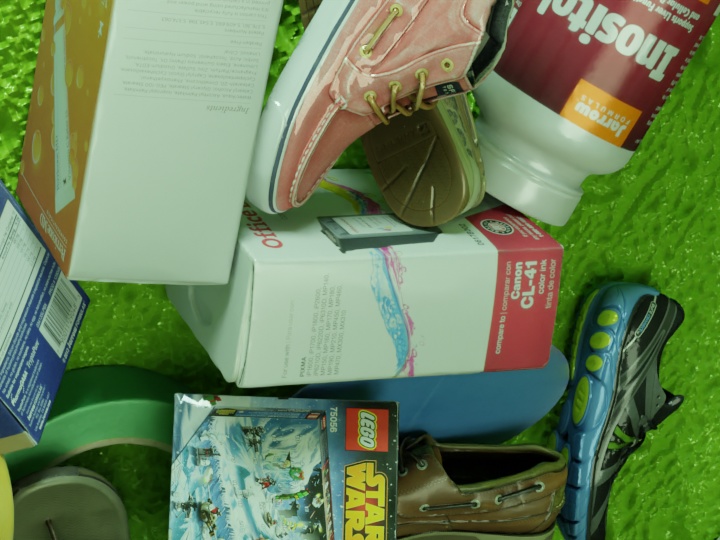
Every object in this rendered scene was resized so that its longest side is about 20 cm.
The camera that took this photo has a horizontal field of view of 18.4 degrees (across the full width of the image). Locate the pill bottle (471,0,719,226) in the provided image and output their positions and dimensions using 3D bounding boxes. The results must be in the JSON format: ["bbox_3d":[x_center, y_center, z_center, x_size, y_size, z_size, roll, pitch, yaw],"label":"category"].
[{"bbox_3d":[0.138,-0.133,1.342,0.113,0.113,0.200,22,105,-31],"label":"pill bottle"}]

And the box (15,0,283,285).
[{"bbox_3d":[-0.118,-0.108,1.234,0.097,0.124,0.201,2,114,-24],"label":"box"}]

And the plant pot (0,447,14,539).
[{"bbox_3d":[-0.308,0.141,1.248,0.188,0.201,0.202,-4,118,-40],"label":"plant pot"}]

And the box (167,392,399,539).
[{"bbox_3d":[-0.047,0.175,1.314,0.136,0.040,0.201,3,75,-3],"label":"box"}]

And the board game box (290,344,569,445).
[{"bbox_3d":[0.033,0.072,1.417,0.199,0.039,0.158,-3,149,-23],"label":"board game box"}]

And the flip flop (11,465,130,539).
[{"bbox_3d":[-0.172,0.205,1.352,0.081,0.058,0.201,-12,120,-18],"label":"flip flop"}]

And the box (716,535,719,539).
[{"bbox_3d":[0.375,0.210,1.633,0.176,0.097,0.200,33,100,-33],"label":"box"}]

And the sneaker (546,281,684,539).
[{"bbox_3d":[0.175,0.105,1.505,0.082,0.071,0.200,5,110,-19],"label":"sneaker"}]

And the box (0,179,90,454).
[{"bbox_3d":[-0.227,-0.009,1.243,0.032,0.121,0.200,-13,128,24],"label":"box"}]

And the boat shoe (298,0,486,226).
[{"bbox_3d":[0.019,-0.124,1.301,0.073,0.063,0.201,-16,93,27],"label":"boat shoe"}]

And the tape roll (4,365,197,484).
[{"bbox_3d":[-0.164,0.158,1.396,0.200,0.048,0.201,-10,118,-19],"label":"tape roll"}]

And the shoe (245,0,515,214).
[{"bbox_3d":[0.015,-0.108,1.228,0.201,0.091,0.071,-63,165,7],"label":"shoe"}]

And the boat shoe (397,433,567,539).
[{"bbox_3d":[0.036,0.136,1.431,0.199,0.072,0.068,1,122,-18],"label":"boat shoe"}]

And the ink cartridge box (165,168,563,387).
[{"bbox_3d":[0.000,0.000,1.328,0.199,0.148,0.086,-1,113,-24],"label":"ink cartridge box"}]
